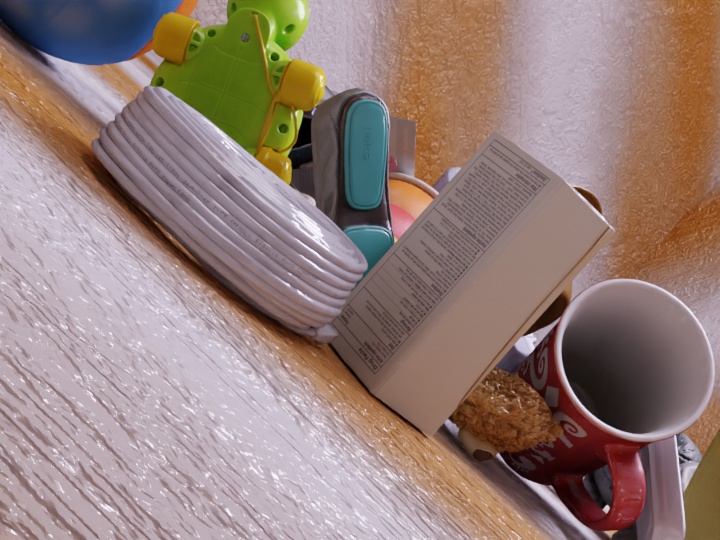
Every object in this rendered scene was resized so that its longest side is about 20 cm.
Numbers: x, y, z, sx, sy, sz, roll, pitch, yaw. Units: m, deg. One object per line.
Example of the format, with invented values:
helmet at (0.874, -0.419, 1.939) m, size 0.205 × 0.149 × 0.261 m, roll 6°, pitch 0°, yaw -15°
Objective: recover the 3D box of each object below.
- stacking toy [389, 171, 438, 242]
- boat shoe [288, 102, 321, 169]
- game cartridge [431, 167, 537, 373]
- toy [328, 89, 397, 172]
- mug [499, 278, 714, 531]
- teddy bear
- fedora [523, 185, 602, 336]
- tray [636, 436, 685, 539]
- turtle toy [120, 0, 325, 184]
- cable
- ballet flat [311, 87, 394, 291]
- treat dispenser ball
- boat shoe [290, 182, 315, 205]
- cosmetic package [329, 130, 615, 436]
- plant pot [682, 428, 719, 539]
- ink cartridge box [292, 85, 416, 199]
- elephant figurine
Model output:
stacking toy at (0.000, 0.000, 1.294) m, size 0.146 × 0.146 × 0.200 m, roll 42°, pitch 23°, yaw 5°
boat shoe at (-0.102, -0.123, 1.313) m, size 0.200 × 0.075 × 0.093 m, roll -2°, pitch 0°, yaw 24°
game cartridge at (0.090, 0.022, 1.401) m, size 0.041 × 0.133 × 0.200 m, roll -6°, pitch 63°, yaw -30°
toy at (0.003, -0.118, 1.455) m, size 0.115 × 0.047 × 0.200 m, roll 27°, pitch -28°, yaw 24°
mug at (0.179, 0.120, 1.233) m, size 0.133 × 0.178 × 0.200 m, roll 30°, pitch -26°, yaw -2°
teddy bear at (0.072, 0.095, 1.202) m, size 0.200 × 0.067 × 0.145 m, roll 39°, pitch -12°, yaw 35°
fedora at (0.116, 0.004, 1.212) m, size 0.201 × 0.200 × 0.082 m, roll 35°, pitch 35°, yaw -62°
tray at (0.248, 0.177, 1.261) m, size 0.022 × 0.108 × 0.200 m, roll 6°, pitch 42°, yaw 1°
turtle toy at (-0.100, -0.150, 1.209) m, size 0.146 × 0.200 × 0.101 m, roll 22°, pitch -2°, yaw 3°
cable at (-0.085, -0.041, 0.989) m, size 0.200 × 0.069 × 0.200 m, roll 42°, pitch 3°, yaw 11°
ballet flat at (-0.010, -0.040, 1.162) m, size 0.067 × 0.200 × 0.064 m, roll 2°, pitch -1°, yaw -34°
treat dispenser ball at (-0.228, -0.276, 1.270) m, size 0.201 × 0.201 × 0.201 m, roll 41°, pitch 3°, yaw -3°
boat shoe at (-0.065, -0.040, 1.250) m, size 0.072 × 0.065 × 0.200 m, roll 40°, pitch 3°, yaw -18°
cosmetic package at (0.075, 0.008, 1.078) m, size 0.073 × 0.200 × 0.104 m, roll 38°, pitch 5°, yaw -35°
plant pot at (0.364, 0.266, 1.257) m, size 0.200 × 0.176 × 0.200 m, roll 39°, pitch 5°, yaw -37°
ink cartridge box at (-0.037, -0.116, 1.406) m, size 0.200 × 0.047 × 0.160 m, roll 15°, pitch -42°, yaw 14°
elephant figurine at (0.281, 0.235, 1.389) m, size 0.200 × 0.155 × 0.142 m, roll -107°, pitch -169°, yaw -55°
